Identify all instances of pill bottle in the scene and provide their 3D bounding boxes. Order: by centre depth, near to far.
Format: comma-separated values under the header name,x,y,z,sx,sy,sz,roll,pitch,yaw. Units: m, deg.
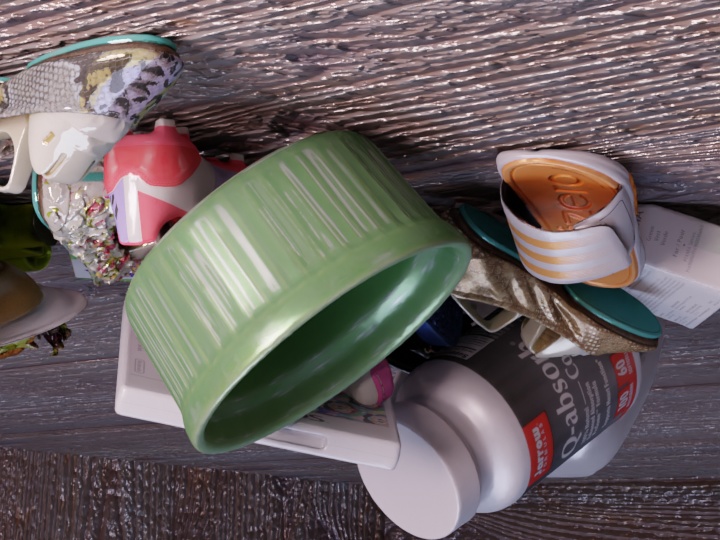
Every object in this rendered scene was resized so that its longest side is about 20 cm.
name,x,y,z,sx,sy,sz,roll,pitch,yaw
pill bottle,0.096,0.097,1.645,0.200,0.116,0.116,-34,-164,-37

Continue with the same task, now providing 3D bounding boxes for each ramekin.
name,x,y,z,sx,sy,sz,roll,pitch,yaw
ramekin,-0.042,0.009,1.386,0.199,0.098,0.200,-34,165,-10

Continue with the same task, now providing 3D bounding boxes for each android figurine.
name,x,y,z,sx,sy,sz,roll,pitch,yaw
android figurine,-0.310,-0.027,1.671,0.199,0.041,0.182,-7,167,37

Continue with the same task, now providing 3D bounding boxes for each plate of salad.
name,x,y,z,sx,sy,sz,roll,pitch,yaw
plate of salad,-0.284,0.047,1.627,0.199,0.048,0.200,-8,-169,2

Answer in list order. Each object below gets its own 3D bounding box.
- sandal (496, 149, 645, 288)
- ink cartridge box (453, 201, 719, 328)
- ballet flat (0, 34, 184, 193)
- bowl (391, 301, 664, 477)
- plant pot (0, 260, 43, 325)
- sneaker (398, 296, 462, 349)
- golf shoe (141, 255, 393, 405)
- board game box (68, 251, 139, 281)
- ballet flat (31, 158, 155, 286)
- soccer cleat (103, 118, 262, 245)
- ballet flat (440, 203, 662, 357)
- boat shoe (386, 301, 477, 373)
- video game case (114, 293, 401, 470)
name,x,y,z,sx,sy,sz,roll,pitch,yaw
sandal,0.139,-0.015,1.476,0.079,0.060,0.207,1,158,20
ink cartridge box,0.161,-0.021,1.641,0.199,0.050,0.161,21,171,1
ballet flat,-0.168,-0.076,1.241,0.199,0.073,0.072,-6,168,41
bowl,0.134,0.093,1.836,0.198,0.075,0.200,-1,-147,26
plant pot,-0.313,0.023,1.584,0.199,0.028,0.200,-8,-169,2
sneaker,0.000,0.000,1.561,0.077,0.071,0.200,-3,150,24
golf shoe,-0.064,0.035,1.541,0.200,0.091,0.076,39,154,28
board game box,-0.168,-0.016,1.753,0.095,0.030,0.200,3,173,-4
ballet flat,-0.156,-0.033,1.501,0.063,0.076,0.200,-6,172,5
soccer cleat,-0.098,-0.038,1.434,0.066,0.077,0.200,-1,170,21
ballet flat,0.116,0.019,1.587,0.199,0.065,0.071,29,-158,-30
boat shoe,-0.007,0.035,1.686,0.200,0.064,0.074,16,167,-27
video game case,-0.069,0.069,1.557,0.181,0.024,0.200,12,-164,-8
